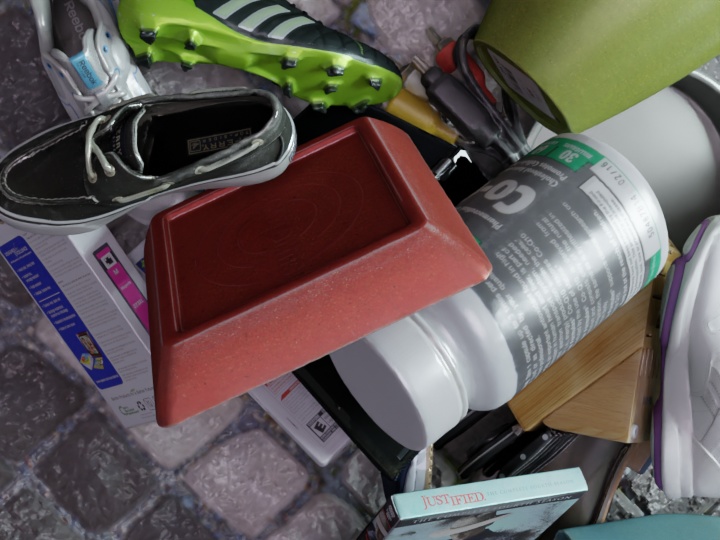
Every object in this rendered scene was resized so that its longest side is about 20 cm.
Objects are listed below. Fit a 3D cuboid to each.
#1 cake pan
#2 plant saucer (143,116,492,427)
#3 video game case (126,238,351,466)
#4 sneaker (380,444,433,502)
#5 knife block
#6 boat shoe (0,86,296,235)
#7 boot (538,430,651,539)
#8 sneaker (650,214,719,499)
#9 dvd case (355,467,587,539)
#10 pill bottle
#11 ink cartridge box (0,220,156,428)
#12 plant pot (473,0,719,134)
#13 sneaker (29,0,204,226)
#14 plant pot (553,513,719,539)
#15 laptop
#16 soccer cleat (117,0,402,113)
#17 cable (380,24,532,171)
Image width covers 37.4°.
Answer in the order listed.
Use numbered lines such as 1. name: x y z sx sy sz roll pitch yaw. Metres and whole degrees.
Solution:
1. cake pan: 0.208 -0.060 0.813 0.199 0.037 0.202 -1 100 -8
2. plant saucer: -0.044 -0.017 0.636 0.199 0.200 0.037 -24 123 1
3. video game case: -0.046 0.015 0.742 0.200 0.018 0.143 44 74 11
4. sneaker: -0.004 0.082 0.769 0.108 0.070 0.202 -1 74 -2
5. knife block: 0.131 0.062 0.781 0.175 0.064 0.202 9 89 32
6. boat shoe: -0.140 -0.074 0.647 0.198 0.064 0.071 -14 77 3
7. boot: 0.161 0.159 0.843 0.097 0.075 0.201 34 104 13
8. sneaker: 0.245 0.060 0.698 0.099 0.075 0.201 4 113 17
9. dvd case: 0.056 0.200 0.761 0.145 0.022 0.200 -3 145 -24
10. pill bottle: 0.082 0.012 0.648 0.200 0.113 0.114 -36 103 -21
11. ink cartridge box: -0.189 0.019 0.745 0.201 0.094 0.037 56 49 -14
12. plant pot: 0.176 -0.192 0.708 0.187 0.187 0.200 44 92 -12
13. sneaker: -0.173 -0.116 0.710 0.075 0.087 0.201 -29 92 2
14. plant pot: 0.247 0.274 0.802 0.199 0.141 0.142 -5 125 -29
15. laptop: 0.000 0.000 0.736 0.187 0.116 0.200 -45 108 -17
16. soccer cleat: -0.062 -0.163 0.718 0.199 0.068 0.082 12 65 -18
17. cable: 0.099 -0.096 0.774 0.097 0.050 0.200 -42 92 -11
